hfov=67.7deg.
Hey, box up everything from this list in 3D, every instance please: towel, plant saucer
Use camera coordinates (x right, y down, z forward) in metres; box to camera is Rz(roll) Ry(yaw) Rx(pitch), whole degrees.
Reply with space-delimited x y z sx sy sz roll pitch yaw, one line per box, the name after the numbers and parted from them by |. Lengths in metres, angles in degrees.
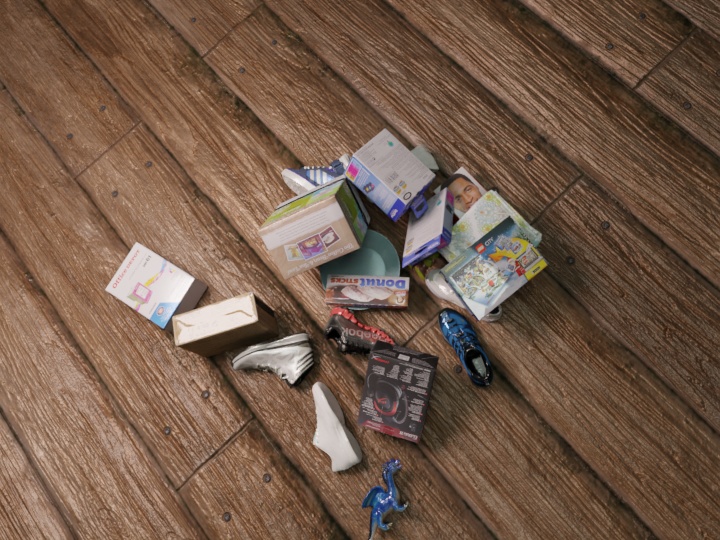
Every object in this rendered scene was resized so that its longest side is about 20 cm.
0.295 -0.064 1.230 0.200 0.048 0.171 -44 81 -6 | towel
0.000 0.000 1.321 0.197 0.039 0.205 -2 74 7 | plant saucer

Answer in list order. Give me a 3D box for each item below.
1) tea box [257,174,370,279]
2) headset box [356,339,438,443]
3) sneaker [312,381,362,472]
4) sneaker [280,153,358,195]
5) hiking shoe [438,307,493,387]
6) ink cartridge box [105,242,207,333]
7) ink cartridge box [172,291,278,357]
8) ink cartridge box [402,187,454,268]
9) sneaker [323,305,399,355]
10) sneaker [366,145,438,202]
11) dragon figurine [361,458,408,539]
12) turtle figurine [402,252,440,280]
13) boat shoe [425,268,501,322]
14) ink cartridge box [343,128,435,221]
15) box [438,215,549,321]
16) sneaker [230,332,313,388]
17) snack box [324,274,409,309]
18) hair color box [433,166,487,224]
-0.100 -0.106 1.243 0.198 0.197 0.135 -22 110 16 | tea box
0.080 0.275 1.184 0.146 0.075 0.203 13 107 12 | headset box
-0.077 0.359 1.223 0.088 0.075 0.202 -30 74 11 | sneaker
-0.090 -0.249 1.385 0.198 0.081 0.147 29 72 17 | sneaker
0.244 0.167 1.218 0.074 0.087 0.202 -31 73 -2 | hiking shoe
-0.515 0.044 1.355 0.198 0.085 0.146 28 81 15 | ink cartridge box
-0.312 0.132 1.262 0.197 0.165 0.076 -17 71 2 | ink cartridge box
0.158 -0.092 1.235 0.119 0.042 0.202 -33 28 36 | ink cartridge box
-0.001 0.166 1.248 0.199 0.071 0.098 29 52 15 | sneaker
0.108 -0.225 1.343 0.199 0.075 0.089 -39 77 -6 | sneaker
0.038 0.508 1.169 0.099 0.059 0.200 40 83 15 | dragon figurine
0.191 -0.052 1.279 0.161 0.065 0.200 -39 63 -8 | turtle figurine
0.241 0.055 1.259 0.199 0.066 0.072 35 83 15 | boat shoe
0.079 -0.211 1.242 0.200 0.077 0.136 42 57 5 | ink cartridge box
0.291 -0.005 1.175 0.199 0.038 0.137 -37 81 -4 | box
-0.204 0.229 1.267 0.197 0.076 0.117 -17 72 0 | sneaker
0.016 0.049 1.268 0.196 0.024 0.073 2 68 7 | snack box
0.277 -0.144 1.311 0.101 0.061 0.200 -40 73 -4 | hair color box
